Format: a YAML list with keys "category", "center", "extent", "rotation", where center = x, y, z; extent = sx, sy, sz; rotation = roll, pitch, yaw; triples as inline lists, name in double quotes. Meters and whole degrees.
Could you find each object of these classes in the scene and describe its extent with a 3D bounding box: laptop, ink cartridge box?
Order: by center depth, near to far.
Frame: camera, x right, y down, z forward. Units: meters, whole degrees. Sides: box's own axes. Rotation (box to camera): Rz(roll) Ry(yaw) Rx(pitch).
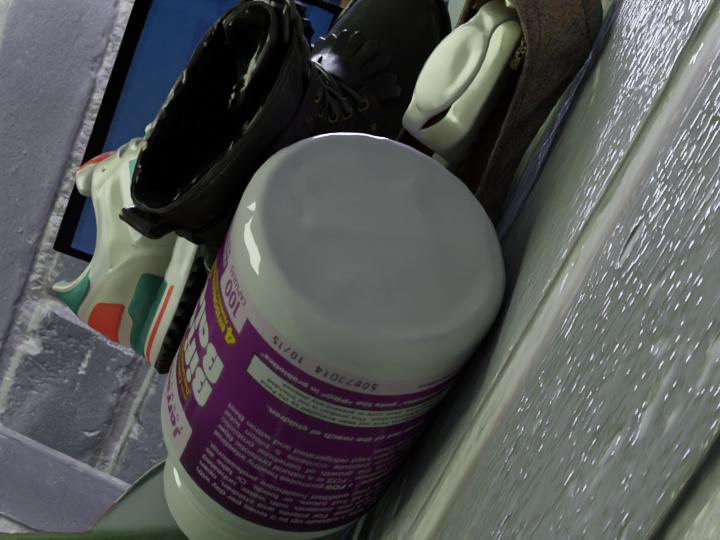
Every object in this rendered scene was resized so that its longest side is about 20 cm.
- category: "laptop"
  center: [-0.043, -0.052, 0.884]
  extent: [0.200, 0.103, 0.178]
  rotation: [30, 103, 48]
- category: "ink cartridge box"
  center: [-0.116, 0.135, 0.889]
  extent: [0.162, 0.198, 0.051]
  rotation: [119, 150, -61]

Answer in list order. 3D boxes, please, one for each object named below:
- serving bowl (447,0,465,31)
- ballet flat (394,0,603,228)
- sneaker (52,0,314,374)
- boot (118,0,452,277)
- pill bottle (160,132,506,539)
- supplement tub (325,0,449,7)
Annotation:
- category: "serving bowl"
  center: [0.092, -0.175, 0.905]
  extent: [0.200, 0.065, 0.201]
  rotation: [-156, 90, -87]
- category: "ballet flat"
  center: [0.035, -0.052, 0.769]
  extent: [0.067, 0.068, 0.201]
  rotation: [-7, -51, -49]
- category: "sneaker"
  center: [-0.095, -0.055, 0.863]
  extent: [0.201, 0.093, 0.070]
  rotation: [-69, -17, 12]
- category: "boot"
  center: [-0.024, -0.076, 0.757]
  extent: [0.201, 0.069, 0.174]
  rotation: [-60, -15, -12]
- category: "pill bottle"
  center: [-0.023, 0.044, 0.736]
  extent: [0.200, 0.112, 0.113]
  rotation: [118, 176, -48]
- category: "supplement tub"
  center: [0.021, -0.205, 1.094]
  extent: [0.145, 0.199, 0.146]
  rotation: [-156, 90, -87]
